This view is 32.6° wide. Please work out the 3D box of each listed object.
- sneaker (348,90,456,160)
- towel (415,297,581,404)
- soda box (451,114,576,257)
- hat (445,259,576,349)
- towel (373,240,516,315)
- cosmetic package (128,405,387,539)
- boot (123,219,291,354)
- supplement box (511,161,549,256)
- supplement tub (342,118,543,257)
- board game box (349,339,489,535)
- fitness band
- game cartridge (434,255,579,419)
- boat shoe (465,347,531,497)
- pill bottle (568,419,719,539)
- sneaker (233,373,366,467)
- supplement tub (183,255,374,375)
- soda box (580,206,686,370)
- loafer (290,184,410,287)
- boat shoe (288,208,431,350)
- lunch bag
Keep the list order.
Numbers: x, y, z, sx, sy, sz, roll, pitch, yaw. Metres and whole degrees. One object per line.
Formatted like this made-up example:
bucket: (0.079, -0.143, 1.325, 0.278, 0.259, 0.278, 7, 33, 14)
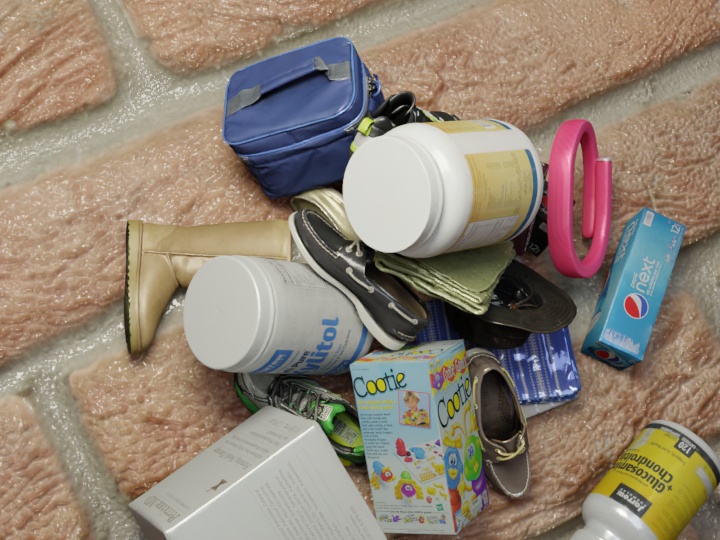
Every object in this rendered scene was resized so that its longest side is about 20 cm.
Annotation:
sneaker: (0.063, -0.169, 1.435, 0.072, 0.083, 0.200, 28, 32, 25)
towel: (0.170, 0.098, 1.528, 0.199, 0.024, 0.145, -5, 75, -14)
soda box: (0.174, -0.110, 1.591, 0.200, 0.063, 0.071, 35, 48, -2)
hat: (0.155, 0.044, 1.486, 0.200, 0.081, 0.201, 14, 28, -8)
towel: (0.099, -0.020, 1.427, 0.148, 0.037, 0.200, 29, 29, 4)
cosmetic package: (-0.114, 0.278, 1.350, 0.200, 0.167, 0.167, -34, 104, -20)
boot: (-0.183, 0.016, 1.484, 0.199, 0.066, 0.176, 2, 74, -13)
supplement box: (0.123, -0.101, 1.531, 0.199, 0.109, 0.061, 16, 30, 11)
supplement tub: (0.092, -0.091, 1.349, 0.200, 0.145, 0.145, -10, 75, -47)
board game box: (0.070, 0.190, 1.418, 0.103, 0.105, 0.201, -23, 106, -59)
fitness band: (0.277, -0.090, 1.551, 0.037, 0.144, 0.201, 2, 95, 30)
game cartridge: (0.181, 0.093, 1.561, 0.129, 0.038, 0.200, -19, 79, -13)
boat shoe: (0.167, 0.191, 1.475, 0.072, 0.060, 0.201, -19, 108, -9)
pill bottle: (0.342, 0.287, 1.499, 0.112, 0.112, 0.200, 44, 70, 2)
sneaker: (-0.059, 0.159, 1.460, 0.200, 0.085, 0.078, 30, 70, -2)
supplement tub: (-0.089, 0.054, 1.416, 0.200, 0.132, 0.132, 6, 69, -48)
soda box: (0.355, 0.024, 1.600, 0.064, 0.068, 0.200, 25, 71, -4)
loafer: (-0.021, -0.027, 1.526, 0.068, 0.076, 0.200, -41, 87, -26)
boat shoe: (0.000, 0.000, 1.401, 0.200, 0.060, 0.074, 51, 31, 0)
lunch bag: (-0.063, -0.190, 1.482, 0.199, 0.132, 0.136, -16, 54, 19)
